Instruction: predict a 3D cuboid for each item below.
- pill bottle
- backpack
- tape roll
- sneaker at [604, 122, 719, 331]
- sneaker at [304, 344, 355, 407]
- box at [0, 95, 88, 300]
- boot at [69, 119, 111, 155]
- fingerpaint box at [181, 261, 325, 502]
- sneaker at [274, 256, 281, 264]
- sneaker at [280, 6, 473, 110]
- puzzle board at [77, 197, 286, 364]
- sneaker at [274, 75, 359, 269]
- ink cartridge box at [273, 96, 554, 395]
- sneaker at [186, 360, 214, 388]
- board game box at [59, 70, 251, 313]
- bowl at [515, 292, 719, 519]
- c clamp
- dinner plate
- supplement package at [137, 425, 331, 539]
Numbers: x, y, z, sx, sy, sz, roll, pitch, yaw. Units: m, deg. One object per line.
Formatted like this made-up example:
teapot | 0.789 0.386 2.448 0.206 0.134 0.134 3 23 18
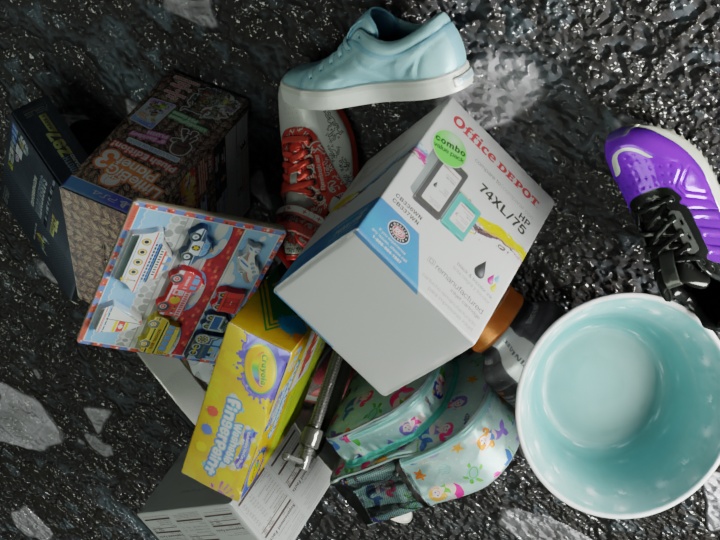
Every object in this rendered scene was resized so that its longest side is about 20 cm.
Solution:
pill bottle | 0.194 0.103 1.326 0.200 0.107 0.106 41 142 -7
backpack | 0.072 0.163 1.423 0.199 0.178 0.151 -17 117 31
tape roll | -0.227 0.117 1.621 0.203 0.037 0.203 51 175 7
sneaker | 0.270 -0.030 1.134 0.069 0.100 0.200 -23 115 45
sneaker | -0.082 0.095 1.550 0.198 0.074 0.087 12 131 25
box | -0.335 -0.075 1.487 0.158 0.051 0.200 54 152 9
boot | -0.267 -0.076 1.522 0.200 0.075 0.097 51 150 -3
fingerpaint box | -0.096 0.102 1.356 0.073 0.167 0.201 25 124 7
sneaker | 0.000 0.000 1.407 0.199 0.073 0.071 30 116 8
sneaker | 0.008 -0.195 1.196 0.198 0.074 0.083 -2 114 32
puzzle board | -0.175 0.018 1.291 0.149 0.017 0.201 10 133 -24
sneaker | -0.051 -0.082 1.297 0.067 0.108 0.203 0 120 34
ink cartridge box | 0.052 -0.023 1.225 0.147 0.201 0.146 43 140 -11
sneaker | -0.142 0.054 1.506 0.200 0.075 0.116 -39 76 39
board game box | -0.200 -0.072 1.361 0.096 0.200 0.160 22 140 16
bowl | 0.229 0.114 1.223 0.201 0.201 0.105 41 -178 -8
c clamp | -0.029 0.122 1.421 0.027 0.202 0.171 16 165 10
dinner plate | -0.006 0.213 1.562 0.200 0.200 0.024 43 100 -10
supplement package | -0.160 0.290 1.741 0.199 0.156 0.111 -15 120 44
